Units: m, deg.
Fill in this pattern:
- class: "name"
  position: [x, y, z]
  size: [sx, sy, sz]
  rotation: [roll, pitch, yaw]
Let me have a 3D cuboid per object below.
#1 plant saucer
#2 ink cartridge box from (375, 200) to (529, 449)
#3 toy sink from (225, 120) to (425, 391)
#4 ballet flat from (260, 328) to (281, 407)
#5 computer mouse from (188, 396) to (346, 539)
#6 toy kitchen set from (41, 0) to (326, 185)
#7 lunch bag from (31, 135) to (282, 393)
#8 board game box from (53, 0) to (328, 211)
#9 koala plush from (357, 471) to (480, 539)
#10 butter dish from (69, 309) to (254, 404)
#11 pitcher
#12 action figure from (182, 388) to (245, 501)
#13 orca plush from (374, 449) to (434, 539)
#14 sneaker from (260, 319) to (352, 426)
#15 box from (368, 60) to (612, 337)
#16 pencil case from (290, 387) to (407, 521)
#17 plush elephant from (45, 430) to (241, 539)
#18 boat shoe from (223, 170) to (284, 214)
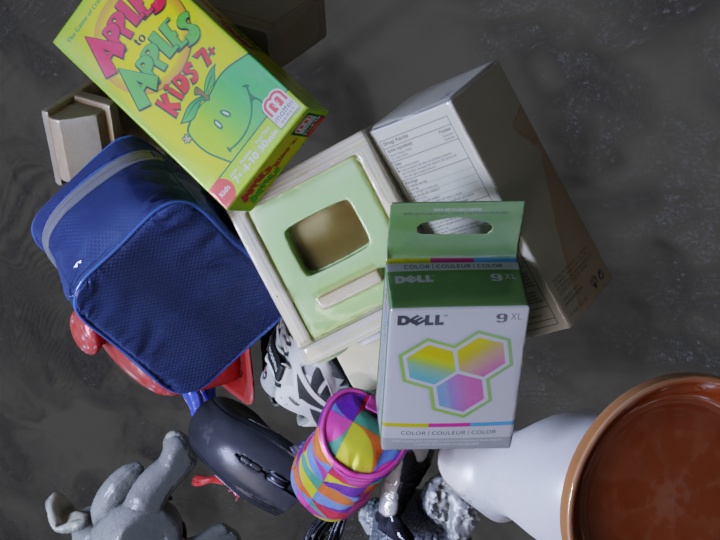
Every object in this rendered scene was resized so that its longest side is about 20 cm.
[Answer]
- class: "plant saucer"
  position: [0.241, 0.176, 1.154]
  size: [0.201, 0.200, 0.032]
  rotation: [63, 166, -16]
- class: "ink cartridge box"
  position: [0.069, 0.045, 1.135]
  size: [0.103, 0.059, 0.201]
  rotation: [0, 129, -5]
- class: "toy sink"
  position: [0.000, 0.000, 1.220]
  size: [0.130, 0.112, 0.201]
  rotation: [-26, 95, 13]
- class: "ballet flat"
  position: [-0.078, 0.036, 1.406]
  size: [0.066, 0.057, 0.201]
  rotation: [5, 121, 39]
- class: "computer mouse"
  position: [-0.076, 0.171, 1.468]
  size: [0.200, 0.046, 0.141]
  rotation: [39, 97, 19]
- class: "toy kitchen set"
  position: [-0.143, -0.127, 1.263]
  size: [0.180, 0.163, 0.201]
  rotation: [19, 131, 29]
- class: "lunch bag"
  position: [-0.163, -0.006, 1.248]
  size: [0.200, 0.136, 0.132]
  rotation: [49, -179, -44]
- class: "board game box"
  position: [-0.132, -0.149, 1.163]
  size: [0.200, 0.048, 0.102]
  rotation: [43, 105, 13]
- class: "koala plush"
  position: [0.070, 0.294, 1.424]
  size: [0.177, 0.183, 0.201]
  rotation: [-34, 75, 53]
- class: "butter dish"
  position: [-0.203, 0.032, 1.419]
  size: [0.200, 0.147, 0.200]
  rotation: [36, 141, 42]
- class: "pitcher"
  position: [0.184, 0.191, 1.271]
  size: [0.172, 0.122, 0.199]
  rotation: [47, 153, -27]
- class: "action figure"
  position: [-0.155, 0.181, 1.566]
  size: [0.200, 0.065, 0.099]
  rotation: [48, 119, 1]
- class: "orca plush"
  position: [0.064, 0.148, 1.351]
  size: [0.071, 0.105, 0.201]
  rotation: [6, 95, -7]
- class: "sneaker"
  position: [-0.055, 0.081, 1.355]
  size: [0.088, 0.074, 0.201]
  rotation: [-13, 134, 10]
- class: "box"
  position: [0.102, -0.050, 1.176]
  size: [0.095, 0.078, 0.201]
  rotation: [-14, 110, 45]
- class: "pencil case"
  position: [-0.012, 0.162, 1.329]
  size: [0.088, 0.088, 0.200]
  rotation: [44, 160, 5]
- class: "plush elephant"
  position: [-0.256, 0.287, 1.678]
  size: [0.155, 0.200, 0.165]
  rotation: [10, 135, 57]
- class: "boat shoe"
  position: [-0.038, -0.036, 1.323]
  size: [0.199, 0.071, 0.064]
  rotation: [32, 169, 7]
